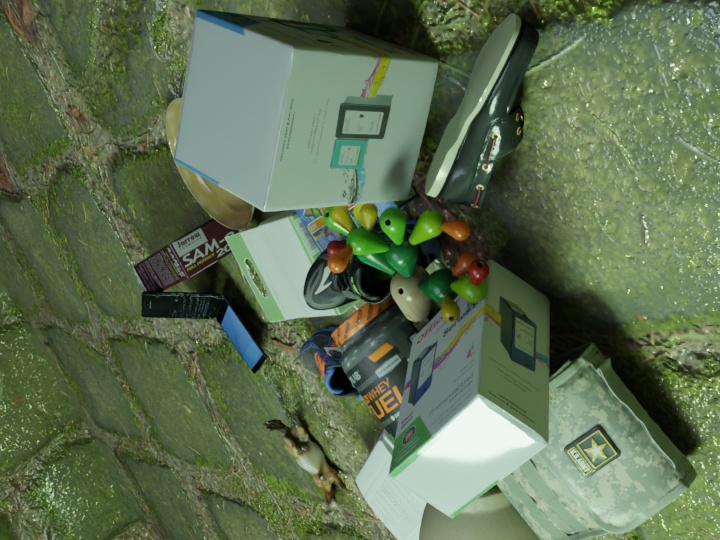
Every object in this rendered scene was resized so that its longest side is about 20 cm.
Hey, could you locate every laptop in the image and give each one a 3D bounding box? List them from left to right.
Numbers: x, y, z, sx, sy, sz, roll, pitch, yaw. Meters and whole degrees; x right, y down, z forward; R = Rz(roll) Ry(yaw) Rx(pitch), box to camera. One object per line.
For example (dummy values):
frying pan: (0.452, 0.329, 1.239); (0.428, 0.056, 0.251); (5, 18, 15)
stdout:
laptop: (-0.259, 0.104, 1.573); (0.177, 0.196, 0.106); (132, 139, -70)

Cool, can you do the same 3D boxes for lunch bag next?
lunch bag: (0.219, 0.177, 0.975); (0.165, 0.117, 0.200); (50, 145, 3)

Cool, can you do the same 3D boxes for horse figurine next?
horse figurine: (-0.084, 0.310, 1.591); (0.201, 0.050, 0.132); (51, 167, -6)

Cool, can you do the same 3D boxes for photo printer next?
photo printer: (0.073, 0.314, 1.359); (0.167, 0.069, 0.201); (46, 149, 16)

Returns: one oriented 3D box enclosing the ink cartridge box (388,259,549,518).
ink cartridge box: (0.110, 0.111, 0.944); (0.087, 0.201, 0.146); (33, 127, -12)

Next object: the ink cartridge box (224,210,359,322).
ink cartridge box: (-0.096, -0.006, 1.320); (0.199, 0.048, 0.147); (-9, 111, 58)

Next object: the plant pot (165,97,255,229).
plant pot: (-0.206, -0.154, 1.360); (0.199, 0.027, 0.202); (35, 144, 31)

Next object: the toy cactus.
toy cactus: (0.045, 0.004, 0.973); (0.197, 0.103, 0.166); (16, 151, 23)

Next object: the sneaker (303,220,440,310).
sneaker: (0.000, 0.000, 1.105); (0.198, 0.083, 0.072); (-21, 105, 39)

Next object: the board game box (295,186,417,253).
board game box: (-0.027, -0.108, 1.136); (0.137, 0.034, 0.199); (58, 149, -4)

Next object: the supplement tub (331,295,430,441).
supplement tub: (0.059, 0.128, 1.150); (0.201, 0.122, 0.123); (52, 150, 6)

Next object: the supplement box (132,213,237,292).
supplement box: (-0.272, -0.022, 1.500); (0.062, 0.108, 0.199); (60, 151, -6)

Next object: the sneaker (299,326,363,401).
sneaker: (-0.029, 0.131, 1.324); (0.198, 0.078, 0.076); (4, 122, 54)

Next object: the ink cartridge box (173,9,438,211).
ink cartridge box: (-0.051, -0.154, 0.927); (0.146, 0.198, 0.149); (28, 114, 37)

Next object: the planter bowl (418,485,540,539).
planter bowl: (0.153, 0.288, 1.109); (0.199, 0.198, 0.137); (7, 116, 52)

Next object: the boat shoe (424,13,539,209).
boat shoe: (0.119, -0.140, 0.875); (0.062, 0.074, 0.203); (17, 134, -5)
